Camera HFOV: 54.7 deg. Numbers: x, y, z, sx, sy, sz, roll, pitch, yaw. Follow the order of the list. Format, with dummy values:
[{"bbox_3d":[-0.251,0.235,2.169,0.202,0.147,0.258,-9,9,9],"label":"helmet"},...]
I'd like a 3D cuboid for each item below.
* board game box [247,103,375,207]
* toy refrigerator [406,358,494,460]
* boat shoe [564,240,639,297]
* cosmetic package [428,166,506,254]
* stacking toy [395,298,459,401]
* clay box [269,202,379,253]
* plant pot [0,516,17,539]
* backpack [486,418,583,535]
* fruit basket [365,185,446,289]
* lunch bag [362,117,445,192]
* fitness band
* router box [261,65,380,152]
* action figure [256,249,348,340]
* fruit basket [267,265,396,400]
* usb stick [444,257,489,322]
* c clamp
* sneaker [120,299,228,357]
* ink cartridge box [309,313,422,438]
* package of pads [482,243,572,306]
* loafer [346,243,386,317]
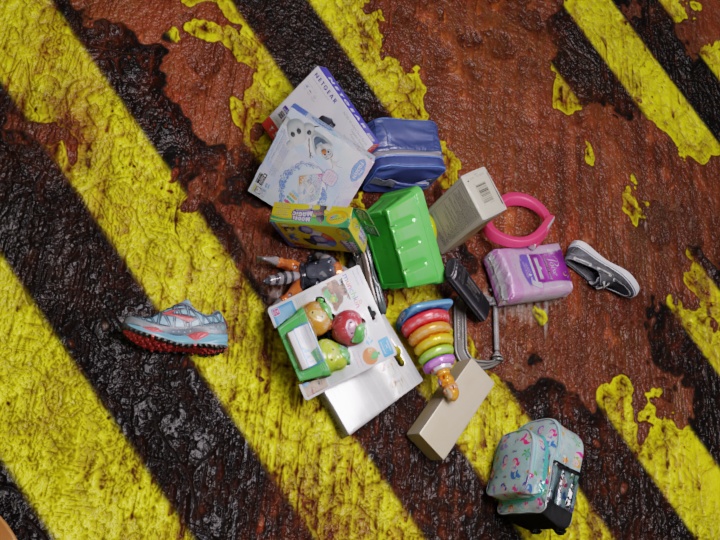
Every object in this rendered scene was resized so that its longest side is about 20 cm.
[{"bbox_3d":[-0.100,-0.197,1.417,0.196,0.202,0.044,32,25,-7],"label":"board game box"},{"bbox_3d":[0.184,0.283,1.427,0.076,0.070,0.201,44,65,-7],"label":"toy refrigerator"},{"bbox_3d":[0.573,0.012,1.661,0.198,0.072,0.068,37,62,-3],"label":"boat shoe"},{"bbox_3d":[0.219,-0.126,1.501,0.070,0.200,0.107,-23,82,-26],"label":"cosmetic package"},{"bbox_3d":[0.153,0.169,1.407,0.107,0.117,0.205,-7,63,-22],"label":"stacking toy"},{"bbox_3d":[-0.068,-0.082,1.369,0.194,0.115,0.049,7,69,21],"label":"clay box"},{"bbox_3d":[-0.595,0.465,1.015,0.138,0.200,0.204,-29,83,-8],"label":"plant pot"},{"bbox_3d":[0.352,0.398,1.392,0.149,0.177,0.203,35,60,-11],"label":"backpack"},{"bbox_3d":[0.112,-0.072,1.459,0.211,0.154,0.223,3,85,-37],"label":"fruit basket"},{"bbox_3d":[0.093,-0.240,1.528,0.194,0.136,0.136,-2,73,-22],"label":"lunch bag"},{"bbox_3d":[0.363,-0.113,1.601,0.141,0.038,0.199,27,44,23],"label":"fitness band"},{"bbox_3d":[-0.085,-0.287,1.460,0.202,0.178,0.049,53,23,4],"label":"router box"},{"bbox_3d":[-0.100,0.040,1.382,0.187,0.105,0.206,-9,72,-12],"label":"action figure"},{"bbox_3d":[-0.052,0.115,1.307,0.195,0.094,0.190,-24,87,-3],"label":"fruit basket"},{"bbox_3d":[0.225,0.043,1.457,0.200,0.032,0.057,46,52,-47],"label":"usb stick"},{"bbox_3d":[0.280,0.125,1.537,0.166,0.027,0.206,15,68,-16],"label":"c clamp"},{"bbox_3d":[-0.343,0.102,1.293,0.195,0.079,0.098,12,59,-26],"label":"sneaker"},{"bbox_3d":[0.005,0.209,1.395,0.197,0.057,0.165,-29,84,-30],"label":"ink cartridge box"},{"bbox_3d":[0.380,0.010,1.576,0.195,0.076,0.124,-5,70,-29],"label":"package of pads"},{"bbox_3d":[0.000,0.000,1.452,0.061,0.072,0.206,-17,81,-3],"label":"loafer"}]
